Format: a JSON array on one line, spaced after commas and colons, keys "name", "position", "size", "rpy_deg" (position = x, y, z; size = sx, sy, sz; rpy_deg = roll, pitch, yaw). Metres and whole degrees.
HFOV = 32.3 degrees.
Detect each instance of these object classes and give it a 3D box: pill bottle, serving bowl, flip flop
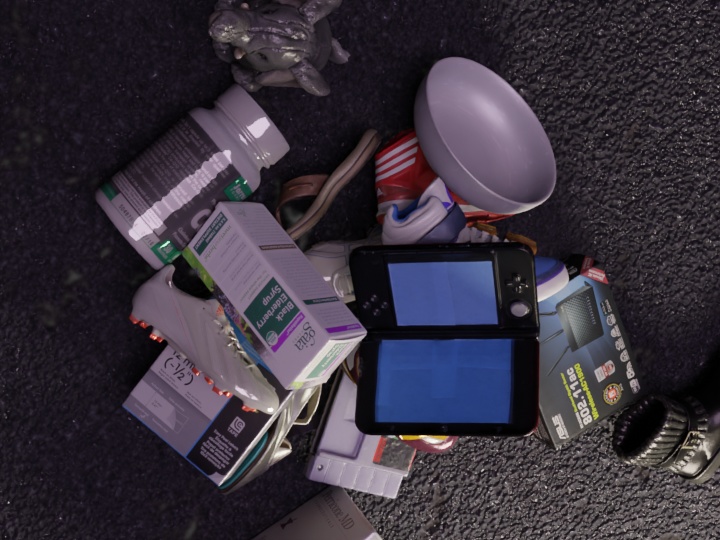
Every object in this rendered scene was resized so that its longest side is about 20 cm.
[{"name": "pill bottle", "position": [-0.182, -0.105, 1.360], "size": [0.200, 0.113, 0.113], "rpy_deg": [-41, 111, -4]}, {"name": "serving bowl", "position": [0.133, -0.145, 1.435], "size": [0.199, 0.201, 0.066], "rpy_deg": [32, 133, -22]}, {"name": "flip flop", "position": [-0.055, -0.093, 1.428], "size": [0.058, 0.081, 0.200], "rpy_deg": [42, 87, -4]}]

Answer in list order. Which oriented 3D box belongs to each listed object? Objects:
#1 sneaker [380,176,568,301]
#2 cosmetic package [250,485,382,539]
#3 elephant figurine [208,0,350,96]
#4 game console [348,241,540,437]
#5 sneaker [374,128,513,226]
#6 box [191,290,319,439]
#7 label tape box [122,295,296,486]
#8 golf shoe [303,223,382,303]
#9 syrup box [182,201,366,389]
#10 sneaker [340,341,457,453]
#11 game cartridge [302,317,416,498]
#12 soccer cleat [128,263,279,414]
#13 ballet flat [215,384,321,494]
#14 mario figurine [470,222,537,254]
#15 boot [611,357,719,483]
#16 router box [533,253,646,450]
[{"name": "sneaker", "position": [0.121, -0.033, 1.364], "size": [0.198, 0.081, 0.148], "rpy_deg": [-9, 109, 8]}, {"name": "cosmetic package", "position": [-0.048, 0.396, 1.492], "size": [0.199, 0.165, 0.166], "rpy_deg": [-34, 110, -8]}, {"name": "elephant figurine", "position": [-0.081, -0.242, 1.314], "size": [0.154, 0.200, 0.142], "rpy_deg": [-33, 110, -8]}, {"name": "game console", "position": [0.086, 0.072, 1.308], "size": [0.198, 0.119, 0.174], "rpy_deg": [-1, 127, 12]}, {"name": "sneaker", "position": [0.102, -0.114, 1.469], "size": [0.199, 0.078, 0.117], "rpy_deg": [-1, 81, -39]}, {"name": "box", "position": [-0.137, 0.114, 1.467], "size": [0.142, 0.036, 0.202], "rpy_deg": [-17, 108, -13]}, {"name": "label tape box", "position": [-0.147, 0.115, 1.385], "size": [0.143, 0.066, 0.201], "rpy_deg": [38, 94, 5]}, {"name": "golf shoe", "position": [0.000, 0.000, 1.440], "size": [0.199, 0.097, 0.079], "rpy_deg": [-27, 113, -18]}, {"name": "syrup box", "position": [-0.092, 0.024, 1.326], "size": [0.079, 0.200, 0.081], "rpy_deg": [-49, 157, 24]}, {"name": "sneaker", "position": [0.054, 0.153, 1.447], "size": [0.075, 0.090, 0.200], "rpy_deg": [-48, 115, -6]}, {"name": "game cartridge", "position": [0.021, 0.169, 1.504], "size": [0.129, 0.038, 0.202], "rpy_deg": [17, 95, -21]}, {"name": "soccer cleat", "position": [-0.158, 0.075, 1.325], "size": [0.199, 0.069, 0.078], "rpy_deg": [38, 87, 8]}, {"name": "ballet flat", "position": [-0.095, 0.181, 1.444], "size": [0.063, 0.067, 0.201], "rpy_deg": [28, 93, -29]}, {"name": "mario figurine", "position": [0.144, 0.051, 1.449], "size": [0.106, 0.123, 0.202], "rpy_deg": [12, 95, -63]}, {"name": "boot", "position": [0.432, 0.175, 1.622], "size": [0.157, 0.079, 0.213], "rpy_deg": [24, 95, -32]}, {"name": "router box", "position": [0.259, 0.102, 1.567], "size": [0.149, 0.062, 0.201], "rpy_deg": [-30, 110, -14]}]
